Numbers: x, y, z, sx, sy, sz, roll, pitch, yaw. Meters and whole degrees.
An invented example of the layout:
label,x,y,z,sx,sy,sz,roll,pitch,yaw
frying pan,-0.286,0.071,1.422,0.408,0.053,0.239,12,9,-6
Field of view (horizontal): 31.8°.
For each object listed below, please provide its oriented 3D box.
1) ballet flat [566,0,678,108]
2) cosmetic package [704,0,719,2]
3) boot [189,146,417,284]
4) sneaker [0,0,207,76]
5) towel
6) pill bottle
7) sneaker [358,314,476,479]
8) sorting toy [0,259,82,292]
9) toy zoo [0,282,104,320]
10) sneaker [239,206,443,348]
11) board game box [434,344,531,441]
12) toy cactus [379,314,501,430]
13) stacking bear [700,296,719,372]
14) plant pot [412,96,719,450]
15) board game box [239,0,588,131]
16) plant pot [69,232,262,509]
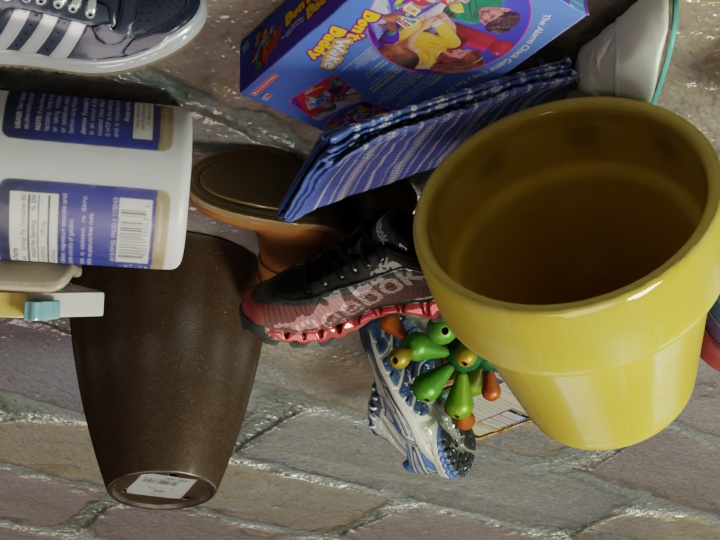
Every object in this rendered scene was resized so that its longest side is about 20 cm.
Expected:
label,x,y,z,sx,sy,sz,roll,pitch,yaw
ballet flat,0.180,-0.127,0.897,0.069,0.070,0.200,-4,153,2
cosmetic package,0.176,-0.213,0.711,0.198,0.071,0.106,1,132,-8
boot,-0.065,-0.019,1.032,0.199,0.074,0.155,7,142,-25
sneaker,-0.198,-0.177,0.766,0.198,0.071,0.109,-1,152,3
towel,0.044,-0.087,0.890,0.199,0.024,0.145,-19,169,-21
pill bottle,-0.224,-0.066,0.904,0.199,0.120,0.120,4,149,-11
sneaker,0.036,0.131,1.254,0.085,0.077,0.201,-11,117,33
sorting toy,-0.315,-0.012,0.993,0.184,0.037,0.200,3,-177,-10
toy zoo,-0.289,0.019,1.000,0.130,0.021,0.200,2,-177,-32
sneaker,0.000,0.000,0.971,0.199,0.071,0.098,-11,133,1
board game box,0.144,0.116,1.319,0.199,0.047,0.151,-25,143,33
toy cactus,0.108,0.058,1.163,0.165,0.102,0.200,-40,144,-3
stacking bear,0.366,-0.002,1.086,0.113,0.122,0.201,-2,141,-16
plant pot,0.154,0.017,0.862,0.199,0.202,0.189,-10,133,13
board game box,0.030,-0.159,0.840,0.134,0.045,0.200,21,142,-35
plant pot,-0.171,0.099,1.111,0.185,0.201,0.187,-2,149,-1
